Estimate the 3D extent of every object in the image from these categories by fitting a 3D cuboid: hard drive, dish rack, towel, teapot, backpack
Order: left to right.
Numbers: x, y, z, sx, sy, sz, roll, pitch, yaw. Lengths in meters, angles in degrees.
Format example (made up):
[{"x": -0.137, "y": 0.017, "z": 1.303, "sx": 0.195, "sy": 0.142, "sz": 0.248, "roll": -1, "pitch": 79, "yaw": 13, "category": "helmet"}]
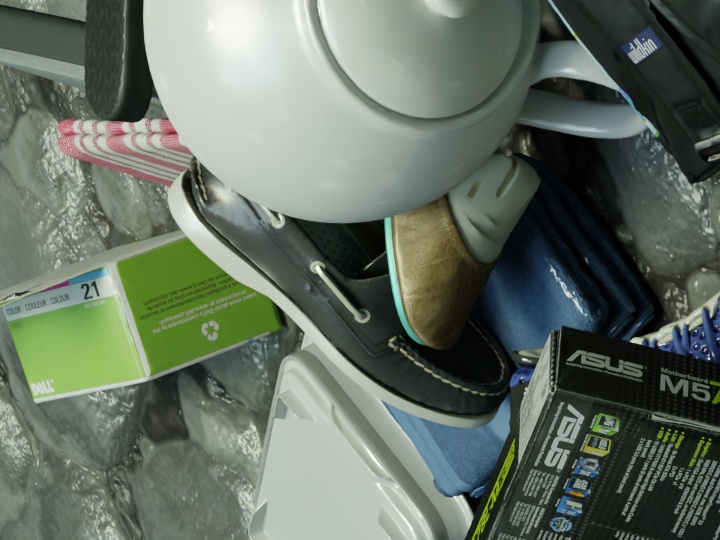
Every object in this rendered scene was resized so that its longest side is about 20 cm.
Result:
[{"x": -0.115, "y": -0.108, "z": 1.620, "sx": 0.200, "sy": 0.139, "sz": 0.033, "roll": 16, "pitch": 91, "yaw": 50, "category": "hard drive"}, {"x": -0.053, "y": -0.061, "z": 1.562, "sx": 0.200, "sy": 0.146, "sz": 0.030, "roll": 0, "pitch": 77, "yaw": 54, "category": "towel"}, {"x": -0.007, "y": 0.145, "z": 1.670, "sx": 0.172, "sy": 0.043, "sz": 0.200, "roll": 52, "pitch": 150, "yaw": 27, "category": "dish rack"}, {"x": 0.012, "y": -0.114, "z": 1.309, "sx": 0.146, "sy": 0.200, "sz": 0.198, "roll": -7, "pitch": 108, "yaw": 59, "category": "teapot"}, {"x": 0.071, "y": 0.031, "z": 1.513, "sx": 0.112, "sy": 0.048, "sz": 0.200, "roll": 57, "pitch": 146, "yaw": 16, "category": "towel"}, {"x": 0.131, "y": -0.164, "z": 1.243, "sx": 0.200, "sy": 0.154, "sz": 0.163, "roll": 38, "pitch": 145, "yaw": -3, "category": "backpack"}]

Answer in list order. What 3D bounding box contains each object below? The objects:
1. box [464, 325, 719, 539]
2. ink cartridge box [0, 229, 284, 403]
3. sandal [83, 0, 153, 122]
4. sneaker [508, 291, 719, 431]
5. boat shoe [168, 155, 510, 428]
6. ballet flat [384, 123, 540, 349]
[{"x": 0.153, "y": 0.124, "z": 1.344, "sx": 0.200, "sy": 0.193, "sz": 0.048, "roll": 108, "pitch": 171, "yaw": -45, "category": "box"}, {"x": -0.171, "y": 0.039, "z": 1.720, "sx": 0.148, "sy": 0.200, "sz": 0.076, "roll": -13, "pitch": 98, "yaw": 57, "category": "ink cartridge box"}, {"x": -0.105, "y": -0.174, "z": 1.483, "sx": 0.075, "sy": 0.048, "sz": 0.201, "roll": 38, "pitch": 125, "yaw": 58, "category": "sandal"}, {"x": 0.135, "y": 0.062, "z": 1.363, "sx": 0.199, "sy": 0.115, "sz": 0.081, "roll": -42, "pitch": 54, "yaw": 54, "category": "sneaker"}, {"x": 0.000, "y": 0.000, "z": 1.446, "sx": 0.200, "sy": 0.074, "sz": 0.060, "roll": 39, "pitch": 127, "yaw": -5, "category": "boat shoe"}, {"x": 0.051, "y": -0.062, "z": 1.425, "sx": 0.072, "sy": 0.068, "sz": 0.200, "roll": -16, "pitch": 59, "yaw": 28, "category": "ballet flat"}]
